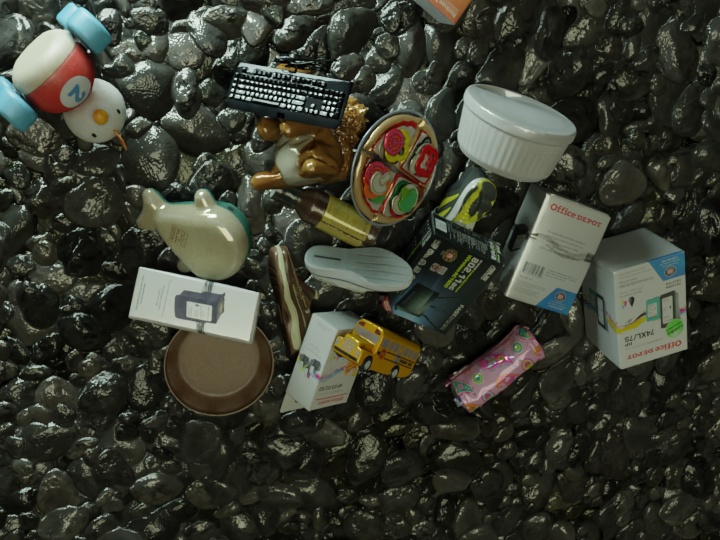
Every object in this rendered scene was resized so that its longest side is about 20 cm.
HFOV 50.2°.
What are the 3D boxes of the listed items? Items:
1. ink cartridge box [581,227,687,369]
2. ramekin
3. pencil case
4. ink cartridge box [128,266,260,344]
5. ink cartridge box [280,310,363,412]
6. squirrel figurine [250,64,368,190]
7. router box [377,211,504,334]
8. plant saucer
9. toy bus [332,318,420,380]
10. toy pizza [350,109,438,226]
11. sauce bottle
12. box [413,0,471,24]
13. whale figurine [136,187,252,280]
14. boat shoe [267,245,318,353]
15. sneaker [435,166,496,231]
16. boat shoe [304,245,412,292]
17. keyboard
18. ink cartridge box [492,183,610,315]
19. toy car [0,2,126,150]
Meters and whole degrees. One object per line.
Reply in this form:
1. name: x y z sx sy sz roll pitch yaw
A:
1. ink cartridge box: 0.518 0.051 1.464 0.143 0.146 0.204 -15 113 -6
2. ramekin: 0.253 -0.227 1.285 0.198 0.204 0.096 10 121 -16
3. pencil case: 0.260 0.190 1.491 0.198 0.088 0.088 -37 113 4
4. ink cartridge box: -0.265 0.058 1.267 0.195 0.145 0.086 13 86 -6
5. ink cartridge box: -0.061 0.180 1.395 0.114 0.067 0.204 -1 116 -53
6. squirrel figurine: -0.082 -0.238 1.245 0.198 0.140 0.191 -8 89 -46
7. router box: 0.139 0.010 1.370 0.147 0.063 0.201 21 128 -19
8. plant saucer: -0.255 0.166 1.392 0.195 0.037 0.205 -4 109 -11
9. toy bus: 0.032 0.142 1.372 0.199 0.064 0.080 28 89 -57
10. toy pizza: 0.065 -0.169 1.300 0.197 0.032 0.204 -21 125 -34
11. sauce bottle: -0.061 -0.102 1.324 0.197 0.065 0.066 27 102 -20
12. box: 0.149 -0.511 1.205 0.123 0.098 0.202 32 100 -21
13. whale figurine: -0.272 -0.072 1.282 0.197 0.104 0.161 24 120 5
14. boat shoe: -0.114 0.044 1.367 0.073 0.075 0.206 -17 120 -18
15. sneaker: 0.171 -0.099 1.376 0.074 0.086 0.200 27 123 -23
16. boat shoe: 0.000 0.000 1.344 0.196 0.067 0.075 15 65 17
17. keyboard: -0.109 -0.280 1.142 0.196 0.040 0.106 14 81 18
18. ink cartridge box: 0.351 -0.039 1.428 0.142 0.084 0.204 16 105 -17
19. toy car: -0.411 -0.253 1.145 0.185 0.176 0.200 -48 125 -5
